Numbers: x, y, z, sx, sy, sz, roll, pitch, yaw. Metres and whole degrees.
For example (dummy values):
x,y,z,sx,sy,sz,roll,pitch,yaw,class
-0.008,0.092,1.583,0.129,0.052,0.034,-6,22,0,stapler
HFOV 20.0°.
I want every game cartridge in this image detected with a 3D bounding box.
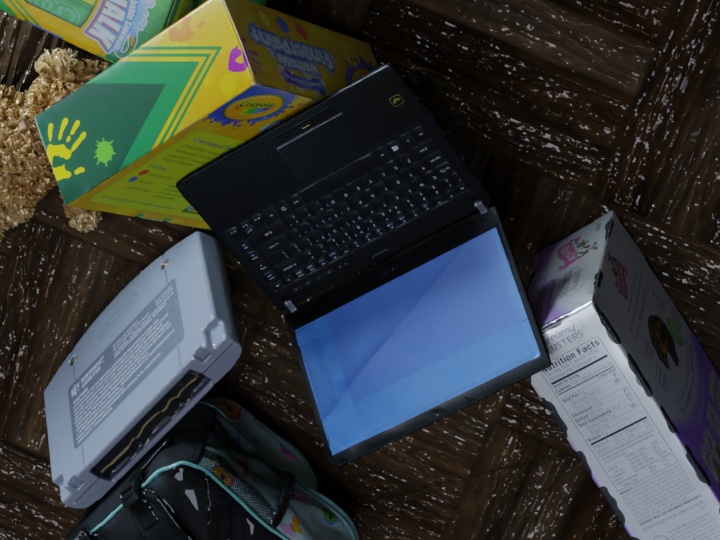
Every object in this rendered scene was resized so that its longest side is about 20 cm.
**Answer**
x,y,z,sx,sy,sz,roll,pitch,yaw,class
-0.165,0.070,1.531,0.040,0.134,0.200,26,122,-36,game cartridge

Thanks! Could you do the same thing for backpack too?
x,y,z,sx,sy,sz,roll,pitch,yaw,class
-0.102,0.212,1.564,0.200,0.154,0.176,42,117,-8,backpack

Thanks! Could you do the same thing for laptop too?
x,y,z,sx,sy,sz,roll,pitch,yaw,class
0.000,0.000,1.341,0.176,0.104,0.200,-27,121,21,laptop

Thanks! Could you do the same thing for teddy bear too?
x,y,z,sx,sy,sz,roll,pitch,yaw,class
-0.257,-0.083,1.522,0.198,0.067,0.146,-13,112,20,teddy bear

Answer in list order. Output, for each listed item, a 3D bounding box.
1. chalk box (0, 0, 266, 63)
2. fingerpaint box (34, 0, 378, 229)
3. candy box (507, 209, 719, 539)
x,y,z,sx,sy,sz,roll,pitch,yaw,class
-0.157,-0.223,1.401,0.198,0.124,0.126,24,117,3,chalk box
-0.094,-0.103,1.394,0.166,0.199,0.074,-30,72,25,fingerpaint box
0.192,0.083,1.421,0.071,0.168,0.201,-29,103,22,candy box
